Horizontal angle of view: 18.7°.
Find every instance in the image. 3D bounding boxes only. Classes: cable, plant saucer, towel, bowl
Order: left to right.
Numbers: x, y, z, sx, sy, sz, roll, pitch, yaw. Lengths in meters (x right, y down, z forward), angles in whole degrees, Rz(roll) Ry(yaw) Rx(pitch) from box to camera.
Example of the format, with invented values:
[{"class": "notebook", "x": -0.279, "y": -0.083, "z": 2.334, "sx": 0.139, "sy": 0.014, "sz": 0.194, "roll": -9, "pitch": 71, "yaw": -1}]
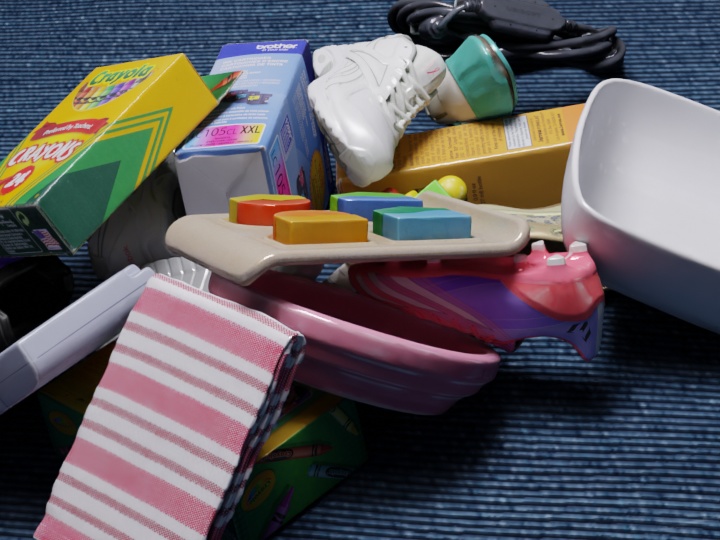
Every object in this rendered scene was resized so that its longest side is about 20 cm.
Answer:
[{"class": "towel", "x": -0.120, "y": 0.110, "z": 1.375, "sx": 0.146, "sy": 0.030, "sz": 0.200, "roll": 22, "pitch": 87, "yaw": 42}, {"class": "plant saucer", "x": -0.009, "y": 0.048, "z": 1.449, "sx": 0.200, "sy": 0.051, "sz": 0.201, "roll": 17, "pitch": 5, "yaw": -1}, {"class": "cable", "x": 0.124, "y": -0.188, "z": 1.808, "sx": 0.200, "sy": 0.051, "sz": 0.163, "roll": 7, "pitch": -5, "yaw": -25}, {"class": "bowl", "x": 0.229, "y": -0.035, "z": 1.505, "sx": 0.199, "sy": 0.075, "sz": 0.200, "roll": 22, "pitch": 37, "yaw": -1}]

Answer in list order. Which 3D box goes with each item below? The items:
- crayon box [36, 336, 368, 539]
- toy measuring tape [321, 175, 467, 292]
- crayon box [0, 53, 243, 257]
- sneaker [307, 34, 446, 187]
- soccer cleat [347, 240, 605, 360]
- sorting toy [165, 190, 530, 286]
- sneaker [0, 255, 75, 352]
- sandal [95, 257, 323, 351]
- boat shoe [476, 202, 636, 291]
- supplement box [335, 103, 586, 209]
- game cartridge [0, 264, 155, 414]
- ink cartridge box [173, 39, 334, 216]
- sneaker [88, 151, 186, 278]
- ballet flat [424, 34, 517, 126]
[{"class": "crayon box", "x": -0.108, "y": 0.103, "z": 1.463, "sx": 0.119, "sy": 0.058, "sz": 0.200, "roll": -35, "pitch": 39, "yaw": -31}, {"class": "toy measuring tape", "x": 0.000, "y": 0.000, "z": 1.602, "sx": 0.200, "sy": 0.074, "sz": 0.074, "roll": -41, "pitch": 38, "yaw": -11}, {"class": "crayon box", "x": -0.191, "y": -0.094, "z": 1.603, "sx": 0.127, "sy": 0.051, "sz": 0.200, "roll": -3, "pitch": 40, "yaw": 53}, {"class": "sneaker", "x": 0.017, "y": -0.133, "z": 1.638, "sx": 0.099, "sy": 0.078, "sz": 0.200, "roll": -23, "pitch": 28, "yaw": 9}, {"class": "soccer cleat", "x": 0.074, "y": 0.020, "z": 1.470, "sx": 0.200, "sy": 0.077, "sz": 0.067, "roll": 1, "pitch": 15, "yaw": 37}, {"class": "sorting toy", "x": -0.012, "y": -0.030, "z": 1.455, "sx": 0.199, "sy": 0.037, "sz": 0.185, "roll": -7, "pitch": 11, "yaw": -21}, {"class": "sneaker", "x": -0.255, "y": 0.002, "z": 1.655, "sx": 0.099, "sy": 0.070, "sz": 0.200, "roll": -4, "pitch": 36, "yaw": 21}, {"class": "sandal", "x": -0.110, "y": 0.026, "z": 1.593, "sx": 0.202, "sy": 0.050, "sz": 0.083, "roll": -18, "pitch": 47, "yaw": 24}, {"class": "boat shoe", "x": 0.109, "y": -0.007, "z": 1.550, "sx": 0.199, "sy": 0.073, "sz": 0.063, "roll": -12, "pitch": 29, "yaw": -2}, {"class": "supplement box", "x": 0.083, "y": -0.072, "z": 1.670, "sx": 0.199, "sy": 0.067, "sz": 0.069, "roll": -10, "pitch": 32, "yaw": 2}, {"class": "game cartridge", "x": -0.225, "y": 0.064, "z": 1.493, "sx": 0.133, "sy": 0.041, "sz": 0.200, "roll": -32, "pitch": 0, "yaw": -34}, {"class": "ink cartridge box", "x": -0.075, "y": -0.086, "z": 1.677, "sx": 0.076, "sy": 0.137, "sz": 0.200, "roll": -3, "pitch": 33, "yaw": 11}, {"class": "sneaker", "x": -0.174, "y": -0.059, "z": 1.717, "sx": 0.099, "sy": 0.078, "sz": 0.200, "roll": -17, "pitch": 25, "yaw": 13}, {"class": "ballet flat", "x": 0.084, "y": -0.137, "z": 1.720, "sx": 0.070, "sy": 0.067, "sz": 0.200, "roll": -29, "pitch": -3, "yaw": 2}]
